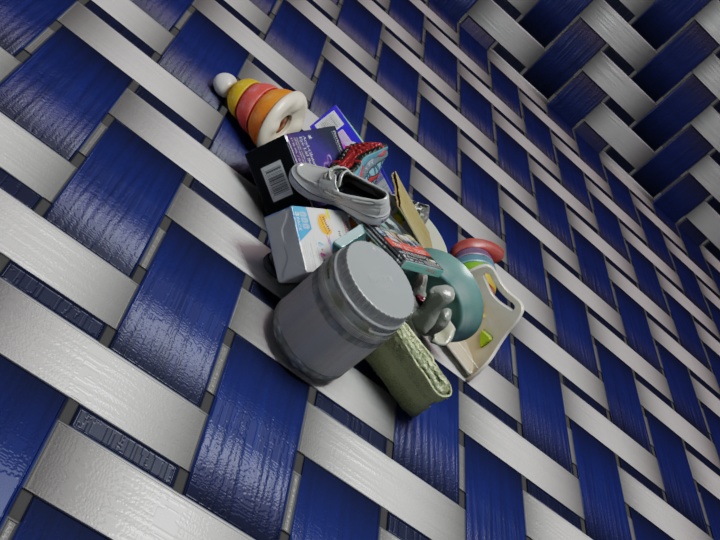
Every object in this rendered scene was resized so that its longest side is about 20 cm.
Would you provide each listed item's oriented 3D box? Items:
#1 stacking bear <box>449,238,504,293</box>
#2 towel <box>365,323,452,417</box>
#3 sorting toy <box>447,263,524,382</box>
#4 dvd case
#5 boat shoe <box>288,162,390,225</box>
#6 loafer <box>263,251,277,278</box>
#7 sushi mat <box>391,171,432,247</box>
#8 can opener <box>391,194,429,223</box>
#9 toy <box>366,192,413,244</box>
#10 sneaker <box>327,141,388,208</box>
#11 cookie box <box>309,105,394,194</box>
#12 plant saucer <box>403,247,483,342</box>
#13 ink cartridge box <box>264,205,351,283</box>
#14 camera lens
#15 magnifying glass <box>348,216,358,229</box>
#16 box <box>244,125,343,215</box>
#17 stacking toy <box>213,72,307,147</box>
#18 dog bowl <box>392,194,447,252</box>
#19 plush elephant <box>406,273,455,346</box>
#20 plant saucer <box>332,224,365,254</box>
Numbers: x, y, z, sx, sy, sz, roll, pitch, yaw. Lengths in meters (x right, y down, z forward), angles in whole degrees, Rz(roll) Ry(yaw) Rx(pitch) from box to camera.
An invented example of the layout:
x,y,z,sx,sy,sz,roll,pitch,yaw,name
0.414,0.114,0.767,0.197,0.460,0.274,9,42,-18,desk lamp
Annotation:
x,y,z,sx,sy,sz,roll,pitch,yaw,name
0.256,0.037,1.961,0.113,0.121,0.202,31,40,-30,stacking bear
0.063,0.154,1.519,0.036,0.148,0.201,-33,84,-34,towel
0.231,0.085,1.785,0.201,0.180,0.107,52,29,9,sorting toy
0.051,-0.066,1.591,0.200,0.022,0.145,48,18,27,dvd case
-0.035,-0.150,1.537,0.198,0.066,0.074,23,52,14,boat shoe
-0.084,-0.009,1.595,0.199,0.063,0.072,10,43,-48,loafer
0.107,-0.098,1.761,0.201,0.012,0.096,56,20,-46,sushi mat
0.068,-0.130,1.820,0.199,0.054,0.067,12,12,-46,can opener
0.029,-0.039,1.724,0.115,0.047,0.201,51,59,-37,toy
-0.006,-0.182,1.702,0.200,0.078,0.097,-46,137,-49,sneaker
-0.014,-0.234,1.879,0.172,0.075,0.200,54,2,13,cookie box
0.141,0.056,1.696,0.200,0.200,0.036,50,45,5,plant saucer
-0.068,-0.043,1.533,0.199,0.067,0.117,0,74,-56,ink cartridge box
-0.032,0.069,1.421,0.159,0.200,0.161,32,35,-27,camera lens
0.000,0.000,1.623,0.080,0.022,0.202,-56,141,-64,magnifying glass
-0.107,-0.184,1.697,0.200,0.103,0.150,-29,98,-60,box
-0.219,-0.339,1.785,0.199,0.147,0.146,37,26,14,stacking toy
0.089,-0.061,1.879,0.199,0.079,0.201,34,31,-24,dog bowl
0.094,0.072,1.623,0.163,0.202,0.155,14,22,14,plush elephant
-0.019,0.015,1.517,0.019,0.202,0.070,33,51,31,plant saucer
